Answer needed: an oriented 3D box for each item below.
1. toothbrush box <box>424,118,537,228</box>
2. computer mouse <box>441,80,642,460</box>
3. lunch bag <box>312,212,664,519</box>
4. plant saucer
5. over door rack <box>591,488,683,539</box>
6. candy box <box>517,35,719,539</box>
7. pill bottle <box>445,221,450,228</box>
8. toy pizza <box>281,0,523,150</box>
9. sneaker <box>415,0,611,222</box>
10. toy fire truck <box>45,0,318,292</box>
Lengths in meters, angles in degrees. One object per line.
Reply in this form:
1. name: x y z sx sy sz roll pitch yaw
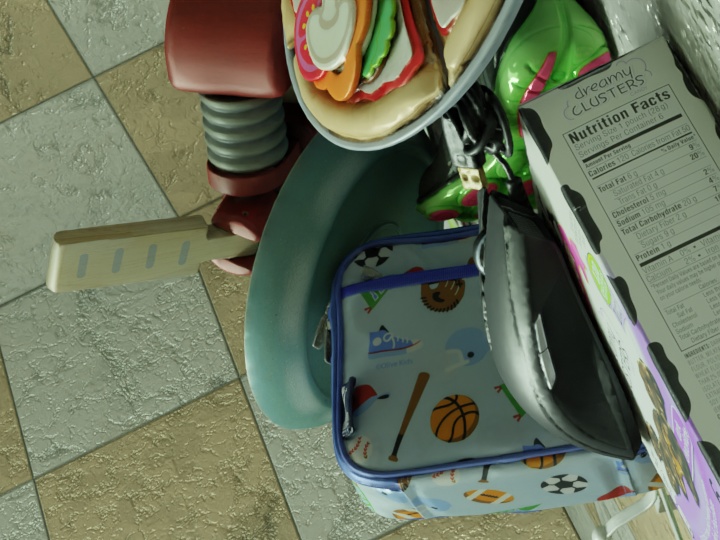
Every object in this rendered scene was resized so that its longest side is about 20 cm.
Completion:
1. toothbrush box: 0.095 -0.063 1.011 0.200 0.086 0.147 -120 5 -72
2. computer mouse: 0.063 -0.005 0.722 0.201 0.046 0.141 64 180 -24
3. lunch bag: 0.074 0.044 0.823 0.076 0.198 0.162 61 -154 -57
4. plant saucer: 0.000 0.000 0.907 0.027 0.201 0.201 17 155 26
5. over door rack: 0.192 0.176 1.027 0.200 0.066 0.149 51 -159 -49
6. candy box: 0.145 0.031 0.663 0.168 0.071 0.201 64 -179 -63
7. pill bottle: 0.073 -0.076 1.221 0.114 0.113 0.201 64 -179 -65
8. toy pizza: 0.011 -0.151 0.652 0.031 0.201 0.201 11 -144 -32
9. sneaker: 0.078 -0.089 0.827 0.200 0.076 0.084 120 144 -57
10. toy fire truck: -0.079 -0.075 0.846 0.201 0.127 0.177 -63 -25 -51
